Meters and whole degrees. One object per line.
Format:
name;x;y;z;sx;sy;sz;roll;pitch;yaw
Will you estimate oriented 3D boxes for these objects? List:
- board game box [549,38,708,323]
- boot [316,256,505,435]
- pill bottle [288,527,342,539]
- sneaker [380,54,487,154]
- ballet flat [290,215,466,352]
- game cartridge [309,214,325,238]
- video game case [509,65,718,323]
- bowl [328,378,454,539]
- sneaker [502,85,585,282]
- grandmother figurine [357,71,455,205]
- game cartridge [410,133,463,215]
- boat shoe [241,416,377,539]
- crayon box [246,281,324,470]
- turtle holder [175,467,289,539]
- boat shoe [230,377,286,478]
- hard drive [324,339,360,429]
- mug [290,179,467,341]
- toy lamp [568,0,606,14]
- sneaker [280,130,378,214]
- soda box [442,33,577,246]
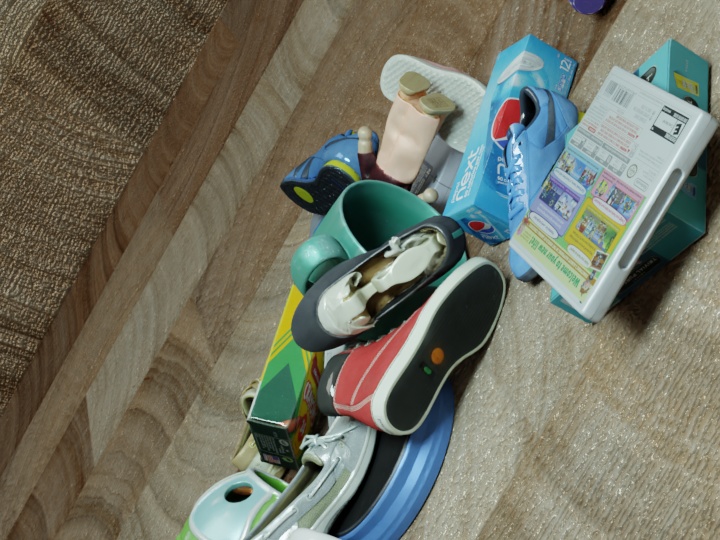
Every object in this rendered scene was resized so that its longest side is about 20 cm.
board game box;0.230;-0.076;1.442;0.151;0.047;0.201;-44;26;44
boot;0.042;0.063;1.633;0.200;0.073;0.144;-51;29;-20
pill bottle;-0.051;0.343;1.535;0.104;0.104;0.201;-13;51;67
sneaker;0.118;-0.176;1.867;0.200;0.104;0.076;37;106;42
ballet flat;0.013;0.014;1.616;0.199;0.073;0.073;-34;25;10
game cartridge;-0.017;-0.059;2.117;0.134;0.040;0.200;-60;18;21
video game case;0.203;-0.068;1.396;0.183;0.022;0.200;-60;19;9
bowl;0.021;0.184;1.665;0.201;0.039;0.201;-53;20;29
sneaker;0.158;-0.085;1.607;0.066;0.078;0.202;-31;38;55
grandmother figurine;0.040;-0.107;1.840;0.121;0.060;0.201;51;132;33
game cartridge;0.056;-0.055;1.910;0.201;0.041;0.133;-60;22;8
boat shoe;-0.049;0.209;1.639;0.203;0.065;0.074;-58;16;-16
crayon box;-0.067;0.106;1.903;0.127;0.050;0.202;79;-155;-62
turtle holder;-0.106;0.281;1.716;0.133;0.140;0.185;-61;17;2
boat shoe;-0.108;0.160;2.007;0.074;0.066;0.201;-47;24;39
hard drive;-0.019;0.084;1.826;0.201;0.026;0.133;-87;-7;-51
mug;0.004;-0.005;1.742;0.115;0.184;0.153;-54;24;34
toy lamp;0.234;-0.334;1.776;0.058;0.058;0.201;-50;20;33
sneaker;-0.032;-0.123;2.080;0.079;0.066;0.200;-57;16;-21
soda box;0.151;-0.132;1.709;0.068;0.064;0.202;-26;42;62
